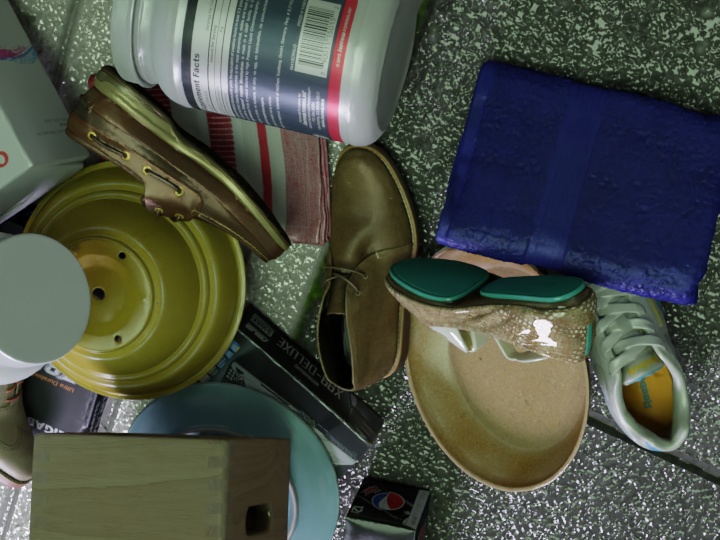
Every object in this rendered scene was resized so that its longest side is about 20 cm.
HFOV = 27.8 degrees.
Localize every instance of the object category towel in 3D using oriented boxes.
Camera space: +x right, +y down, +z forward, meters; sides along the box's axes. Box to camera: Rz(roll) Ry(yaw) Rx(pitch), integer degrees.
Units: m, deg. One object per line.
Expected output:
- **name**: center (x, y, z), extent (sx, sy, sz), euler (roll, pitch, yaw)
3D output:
- **towel**: center (0.166, -0.064, 1.074), extent (0.199, 0.050, 0.148), euler (15, 81, 12)
- **towel**: center (-0.122, -0.091, 1.186), extent (0.199, 0.023, 0.145), euler (2, 112, 15)

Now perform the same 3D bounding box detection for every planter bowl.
- **planter bowl**: center (-0.198, 0.014, 1.167), extent (0.199, 0.083, 0.202), euler (1, 97, 10)

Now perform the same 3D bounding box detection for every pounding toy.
- **pounding toy**: center (-0.134, 0.202, 1.152), extent (0.183, 0.200, 0.143), euler (0, 84, 15)

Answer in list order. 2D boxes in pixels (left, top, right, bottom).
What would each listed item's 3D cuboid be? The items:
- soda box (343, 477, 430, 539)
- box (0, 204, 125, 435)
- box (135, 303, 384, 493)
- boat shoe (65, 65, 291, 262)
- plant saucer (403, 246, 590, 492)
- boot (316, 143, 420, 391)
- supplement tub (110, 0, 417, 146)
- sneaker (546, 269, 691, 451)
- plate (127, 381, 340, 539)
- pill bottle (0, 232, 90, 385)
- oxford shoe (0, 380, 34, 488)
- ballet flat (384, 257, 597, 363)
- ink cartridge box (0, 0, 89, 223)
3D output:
- **soda box**: center (0.016, 0.289, 1.283), extent (0.063, 0.071, 0.201), euler (10, 115, 11)
- **box**: center (-0.305, 0.040, 1.280), extent (0.199, 0.050, 0.199), euler (24, 116, 5)
- **box**: center (-0.102, 0.151, 1.269), extent (0.158, 0.050, 0.200), euler (42, 116, -4)
- **boat shoe**: center (-0.142, -0.071, 1.134), extent (0.200, 0.072, 0.068), euler (41, 94, -12)
- **plant saucer**: center (0.113, 0.072, 1.141), extent (0.200, 0.035, 0.201), euler (17, 113, 47)
- **boot**: center (0.000, 0.000, 1.156), extent (0.073, 0.075, 0.201), euler (7, 108, 30)
- **supplement tub**: center (-0.067, -0.178, 1.066), extent (0.199, 0.140, 0.141), euler (14, 116, 10)
- **sneaker**: center (0.202, 0.043, 1.108), extent (0.076, 0.081, 0.201), euler (-26, 101, 4)
- **plate**: center (-0.116, 0.190, 1.247), extent (0.199, 0.026, 0.201), euler (5, 114, 12)
- **pill bottle**: center (-0.294, 0.032, 1.101), extent (0.200, 0.116, 0.116), euler (-12, 112, 49)
- **oxford shoe**: center (-0.316, 0.095, 1.243), extent (0.074, 0.071, 0.201), euler (-18, 109, 17)
- **ballet flat**: center (0.093, 0.034, 1.076), extent (0.200, 0.070, 0.066), euler (12, 121, 51)
- **ink cartridge box**: center (-0.331, -0.137, 1.163), extent (0.144, 0.085, 0.201), euler (-31, 87, 25)
